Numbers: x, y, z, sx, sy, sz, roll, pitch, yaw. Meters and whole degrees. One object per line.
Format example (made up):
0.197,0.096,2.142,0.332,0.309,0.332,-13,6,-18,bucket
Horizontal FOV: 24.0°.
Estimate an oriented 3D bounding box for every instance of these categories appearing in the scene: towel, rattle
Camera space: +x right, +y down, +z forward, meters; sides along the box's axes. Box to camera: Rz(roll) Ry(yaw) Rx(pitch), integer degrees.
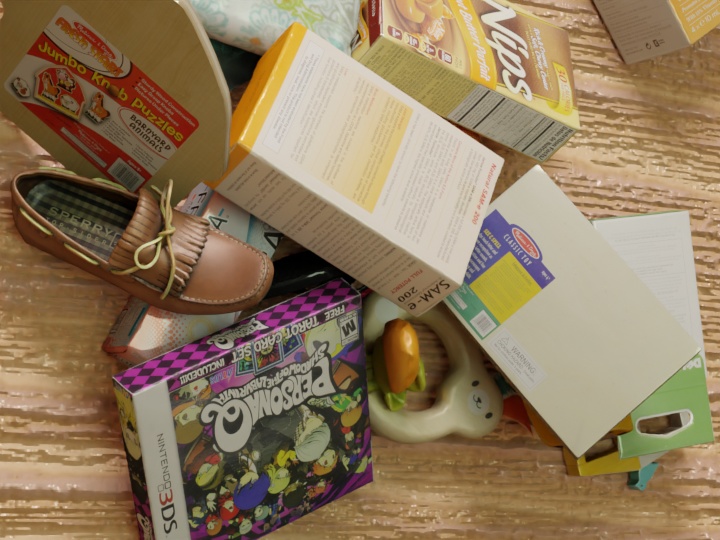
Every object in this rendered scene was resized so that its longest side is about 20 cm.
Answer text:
-0.070,-0.266,1.308,0.170,0.048,0.202,16,78,-24,towel
0.091,0.082,1.356,0.199,0.143,0.131,27,56,-17,rattle

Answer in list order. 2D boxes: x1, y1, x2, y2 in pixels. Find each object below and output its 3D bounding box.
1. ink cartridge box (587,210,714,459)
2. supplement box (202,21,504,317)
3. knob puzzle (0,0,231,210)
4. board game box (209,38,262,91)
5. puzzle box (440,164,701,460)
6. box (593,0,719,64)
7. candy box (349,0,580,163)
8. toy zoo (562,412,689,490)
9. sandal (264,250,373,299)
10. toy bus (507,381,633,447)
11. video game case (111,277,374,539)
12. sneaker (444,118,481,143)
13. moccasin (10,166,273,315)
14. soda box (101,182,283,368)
0.236,0.054,1.450,0.103,0.059,0.202,-6,89,-28,ink cartridge box
-0.003,-0.074,1.268,0.199,0.073,0.127,33,56,-14,supplement box
-0.168,-0.138,1.193,0.220,0.219,0.031,48,44,-16,knob puzzle
-0.117,-0.208,1.322,0.199,0.028,0.136,-33,101,-26,board game box
0.156,0.031,1.341,0.133,0.025,0.200,-39,78,-4,puzzle box
0.257,-0.304,1.488,0.124,0.097,0.201,-35,103,-25,box
0.084,-0.179,1.384,0.199,0.055,0.116,21,48,-26,candy box
0.223,0.096,1.486,0.130,0.020,0.202,-14,93,-28,toy zoo
0.000,0.000,1.349,0.199,0.075,0.046,-18,106,-30,sandal
0.158,0.044,1.393,0.065,0.078,0.202,10,63,-60,toy bus
-0.082,0.121,1.270,0.199,0.036,0.183,-23,127,-28,video game case
0.013,-0.079,1.368,0.199,0.073,0.078,-29,91,-35,sneaker
-0.157,-0.026,1.211,0.200,0.078,0.074,26,71,11,moccasin
-0.115,-0.007,1.291,0.068,0.063,0.201,35,72,-21,soda box
